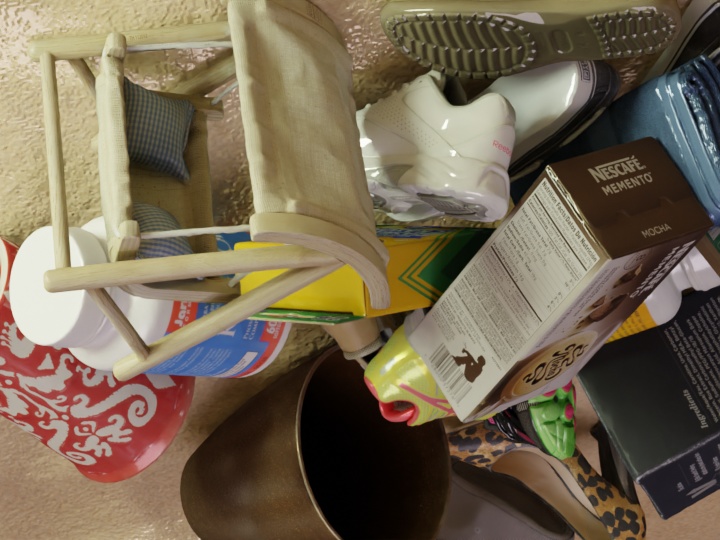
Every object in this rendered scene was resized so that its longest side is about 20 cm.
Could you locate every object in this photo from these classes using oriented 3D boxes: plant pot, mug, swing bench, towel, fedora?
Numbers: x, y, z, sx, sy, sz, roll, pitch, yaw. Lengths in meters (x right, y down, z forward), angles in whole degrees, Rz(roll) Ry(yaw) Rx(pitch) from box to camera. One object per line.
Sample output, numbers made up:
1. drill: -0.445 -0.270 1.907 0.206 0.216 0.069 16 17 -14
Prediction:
1. plant pot: -0.055 0.175 1.671 0.199 0.189 0.186 -20 148 41
2. mug: -0.254 0.072 1.487 0.177 0.134 0.200 -29 139 22
3. swing bench: -0.096 -0.066 1.260 0.198 0.201 0.130 -16 146 9
4. towel: 0.192 -0.063 1.383 0.048 0.113 0.199 -12 169 -40
5. fedora: 0.122 0.240 1.835 0.177 0.199 0.091 -18 133 -63

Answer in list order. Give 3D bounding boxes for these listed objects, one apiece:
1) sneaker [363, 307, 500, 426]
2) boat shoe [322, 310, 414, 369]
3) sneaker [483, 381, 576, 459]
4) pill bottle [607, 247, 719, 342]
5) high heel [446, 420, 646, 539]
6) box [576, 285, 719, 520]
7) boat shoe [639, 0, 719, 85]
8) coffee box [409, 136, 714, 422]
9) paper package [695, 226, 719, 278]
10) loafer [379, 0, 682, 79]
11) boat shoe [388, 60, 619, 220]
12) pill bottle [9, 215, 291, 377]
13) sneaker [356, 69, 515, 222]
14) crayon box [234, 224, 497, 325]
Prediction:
1. sneaker: 0.055 0.087 1.554 0.090 0.078 0.200 -41 152 4
2. boat shoe: -0.002 0.034 1.543 0.071 0.077 0.200 -23 144 21
3. sneaker: 0.144 0.125 1.677 0.083 0.078 0.200 0 172 6
4. pill bottle: 0.180 0.000 1.513 0.198 0.114 0.113 -20 145 14
5. high heel: 0.168 0.206 1.781 0.198 0.144 0.072 3 151 -20
6. box: 0.296 0.096 1.609 0.199 0.118 0.197 -31 159 5
7. boat shoe: 0.245 -0.117 1.396 0.071 0.068 0.201 1 144 -17
8. coffee box: 0.135 0.008 1.345 0.112 0.080 0.200 -15 154 -41
9. paper package: 0.361 -0.019 1.412 0.189 0.201 0.104 -21 157 -34
10. loafer: 0.112 -0.174 1.282 0.198 0.068 0.076 1 148 12
11. boat shoe: 0.097 -0.093 1.384 0.067 0.072 0.199 7 145 -47
12. pill bottle: -0.151 0.019 1.411 0.112 0.113 0.199 -36 155 33
13. sneaker: 0.033 -0.093 1.346 0.199 0.100 0.078 11 166 39
14. crayon box: 0.000 0.000 1.405 0.125 0.052 0.199 3 -172 40
